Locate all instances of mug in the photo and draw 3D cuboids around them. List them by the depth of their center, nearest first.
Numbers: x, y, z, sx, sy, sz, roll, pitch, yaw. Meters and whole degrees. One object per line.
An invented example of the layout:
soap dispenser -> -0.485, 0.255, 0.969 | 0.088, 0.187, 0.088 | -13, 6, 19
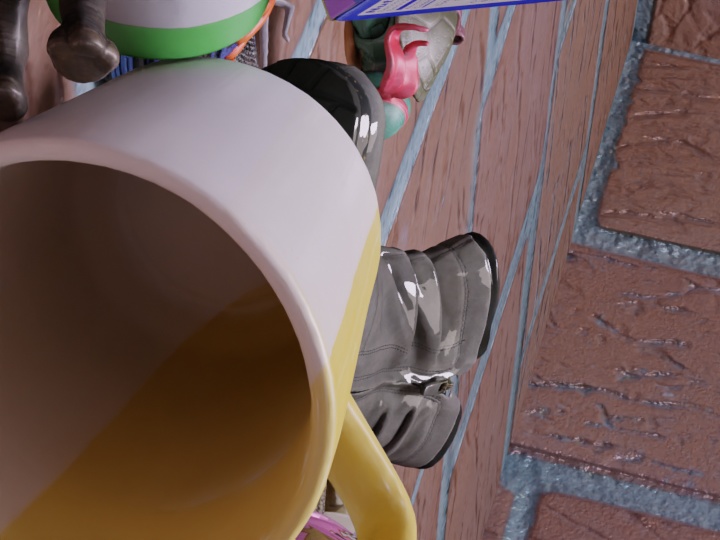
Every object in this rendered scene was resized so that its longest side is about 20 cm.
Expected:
mug -> -0.061, 0.021, 0.747 | 0.153, 0.149, 0.187 | -59, 150, -63

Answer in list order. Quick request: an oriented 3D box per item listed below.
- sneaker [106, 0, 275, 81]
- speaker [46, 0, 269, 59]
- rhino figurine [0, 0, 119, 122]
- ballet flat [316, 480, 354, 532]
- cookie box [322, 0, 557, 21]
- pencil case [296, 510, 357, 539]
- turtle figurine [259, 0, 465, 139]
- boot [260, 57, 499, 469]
sneaker -> -0.050, -0.112, 0.867 | 0.200, 0.078, 0.075 | 89, 17, -56
speaker -> -0.059, -0.165, 0.717 | 0.088, 0.088, 0.200 | -66, 166, -49
rhino figurine -> -0.097, -0.126, 0.619 | 0.200, 0.060, 0.088 | 83, 9, -61
ballet flat -> -0.015, 0.110, 1.412 | 0.068, 0.075, 0.200 | -65, 166, -55
cookie box -> 0.057, -0.181, 0.815 | 0.200, 0.075, 0.171 | -10, 77, -40
pencil case -> -0.066, 0.185, 0.930 | 0.200, 0.087, 0.083 | -46, 133, 12
turtle figurine -> 0.000, -0.123, 1.127 | 0.150, 0.101, 0.200 | 90, 10, -54
boot -> 0.000, 0.000, 0.892 | 0.131, 0.068, 0.200 | -15, 133, -40
